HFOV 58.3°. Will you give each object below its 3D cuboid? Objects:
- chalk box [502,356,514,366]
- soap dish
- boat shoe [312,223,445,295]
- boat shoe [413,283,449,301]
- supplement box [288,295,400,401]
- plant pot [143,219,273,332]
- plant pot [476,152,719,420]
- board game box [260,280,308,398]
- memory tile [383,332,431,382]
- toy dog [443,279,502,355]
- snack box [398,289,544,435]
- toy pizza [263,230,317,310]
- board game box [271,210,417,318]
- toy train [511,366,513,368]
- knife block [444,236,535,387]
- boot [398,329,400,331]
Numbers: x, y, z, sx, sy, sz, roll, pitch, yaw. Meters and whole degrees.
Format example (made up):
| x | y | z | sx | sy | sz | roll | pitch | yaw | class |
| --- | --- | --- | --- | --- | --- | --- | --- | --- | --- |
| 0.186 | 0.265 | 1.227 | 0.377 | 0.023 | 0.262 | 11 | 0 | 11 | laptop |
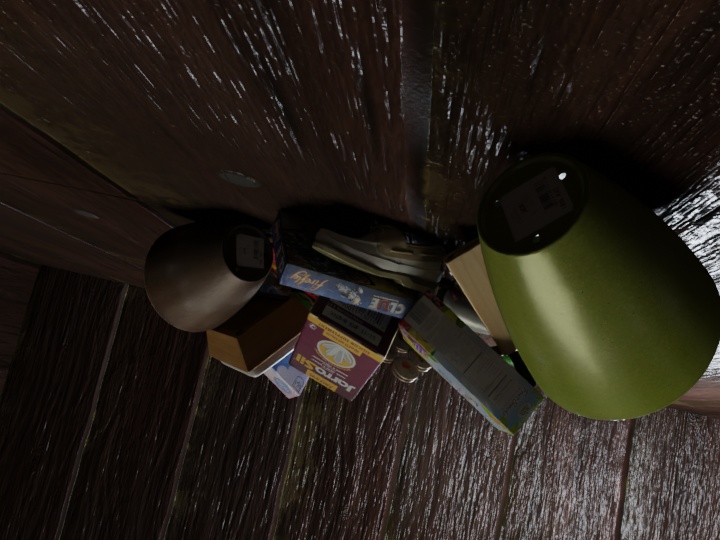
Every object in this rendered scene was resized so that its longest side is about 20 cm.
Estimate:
| x | y | z | sx | sy | sz | roll | pitch | yaw | class |
| --- | --- | --- | --- | --- | --- | --- | --- | --- | --- |
| 0.311 | 0.108 | 1.067 | 0.197 | 0.127 | 0.124 | 5 | 167 | 39 | chalk box |
| -0.187 | 0.107 | 1.169 | 0.199 | 0.156 | 0.082 | 3 | 124 | 58 | soap dish |
| 0.028 | -0.027 | 0.854 | 0.197 | 0.070 | 0.074 | 18 | -178 | -32 | boat shoe |
| 0.176 | 0.072 | 1.201 | 0.197 | 0.078 | 0.071 | 19 | 166 | -40 | boat shoe |
| -0.024 | 0.101 | 1.005 | 0.129 | 0.104 | 0.201 | 28 | 148 | 1 | supplement box |
| -0.232 | -0.008 | 1.065 | 0.184 | 0.191 | 0.198 | 20 | 156 | -35 | plant pot |
| 0.184 | -0.002 | 0.548 | 0.185 | 0.190 | 0.200 | 3 | 152 | 44 | plant pot |
| -0.161 | 0.125 | 1.362 | 0.043 | 0.201 | 0.201 | -21 | 118 | 43 | board game box |
| 0.088 | 0.120 | 1.195 | 0.153 | 0.017 | 0.198 | 43 | -143 | 19 | memory tile |
| 0.199 | 0.069 | 0.982 | 0.195 | 0.135 | 0.096 | 9 | 166 | 19 | toy dog |
| 0.144 | 0.129 | 0.882 | 0.199 | 0.068 | 0.169 | 42 | 175 | 13 | snack box |
| -0.114 | 0.012 | 1.120 | 0.197 | 0.032 | 0.202 | 25 | 149 | 16 | toy pizza |
| -0.025 | -0.008 | 0.908 | 0.196 | 0.035 | 0.137 | 18 | -151 | -23 | board game box |
| 0.218 | 0.158 | 1.083 | 0.147 | 0.057 | 0.200 | 15 | -179 | 0 | toy train |
| 0.193 | 0.062 | 0.821 | 0.063 | 0.178 | 0.199 | -31 | 155 | 14 | knife block |
| 0.080 | 0.088 | 1.143 | 0.197 | 0.067 | 0.163 | 16 | 178 | -36 | boot |
